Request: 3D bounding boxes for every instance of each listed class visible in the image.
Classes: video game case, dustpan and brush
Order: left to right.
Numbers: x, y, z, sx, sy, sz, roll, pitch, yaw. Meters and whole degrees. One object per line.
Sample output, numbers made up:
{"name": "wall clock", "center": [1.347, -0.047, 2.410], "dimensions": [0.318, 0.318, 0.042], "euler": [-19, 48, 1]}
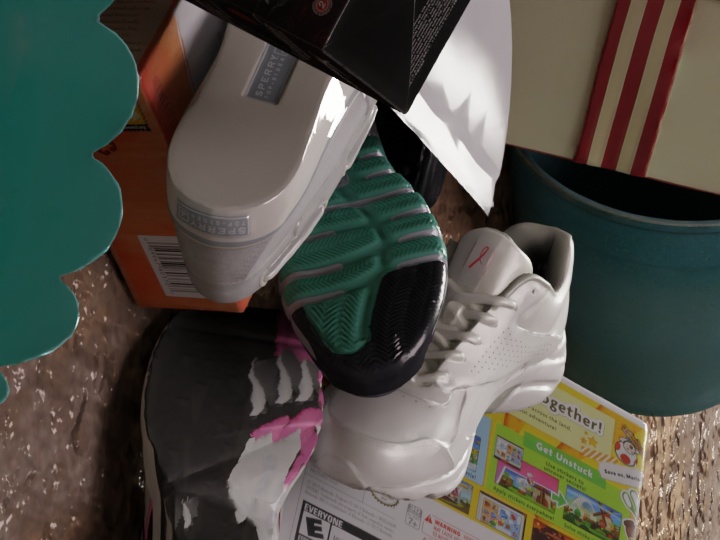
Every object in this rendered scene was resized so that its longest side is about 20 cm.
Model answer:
{"name": "dustpan and brush", "center": [0.033, -0.144, 1.086], "dimensions": [0.140, 0.057, 0.202], "euler": [43, 55, -54]}
{"name": "video game case", "center": [0.048, 0.106, 1.119], "dimensions": [0.199, 0.023, 0.183], "euler": [29, 48, -18]}

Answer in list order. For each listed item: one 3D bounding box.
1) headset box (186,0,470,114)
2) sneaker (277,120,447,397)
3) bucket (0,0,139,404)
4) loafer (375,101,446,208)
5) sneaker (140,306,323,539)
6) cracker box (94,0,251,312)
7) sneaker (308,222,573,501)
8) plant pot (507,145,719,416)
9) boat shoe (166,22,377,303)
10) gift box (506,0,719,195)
{"name": "headset box", "center": [-0.036, -0.171, 0.871], "dimensions": [0.149, 0.199, 0.075], "euler": [-60, 149, 0]}
{"name": "sneaker", "center": [0.000, 0.000, 1.044], "dimensions": [0.201, 0.074, 0.088], "euler": [-103, -178, -49]}
{"name": "bucket", "center": [-0.171, -0.057, 0.674], "dimensions": [0.207, 0.134, 0.209], "euler": [2, 90, -66]}
{"name": "loafer", "center": [0.028, -0.124, 1.168], "dimensions": [0.070, 0.068, 0.203], "euler": [9, 80, -57]}
{"name": "sneaker", "center": [-0.068, 0.108, 0.996], "dimensions": [0.086, 0.080, 0.201], "euler": [121, -20, -53]}
{"name": "cracker box", "center": [-0.058, -0.100, 1.000], "dimensions": [0.134, 0.057, 0.201], "euler": [68, 34, -43]}
{"name": "sneaker", "center": [0.038, 0.030, 1.062], "dimensions": [0.200, 0.077, 0.100], "euler": [-39, 147, -54]}
{"name": "plant pot", "center": [0.181, -0.024, 1.375], "dimensions": [0.201, 0.198, 0.189], "euler": [-61, 158, -43]}
{"name": "boat shoe", "center": [-0.023, -0.068, 0.941], "dimensions": [0.069, 0.071, 0.201], "euler": [96, 9, -47]}
{"name": "gift box", "center": [0.163, -0.160, 1.225], "dimensions": [0.201, 0.183, 0.188], "euler": [-85, -174, -46]}
